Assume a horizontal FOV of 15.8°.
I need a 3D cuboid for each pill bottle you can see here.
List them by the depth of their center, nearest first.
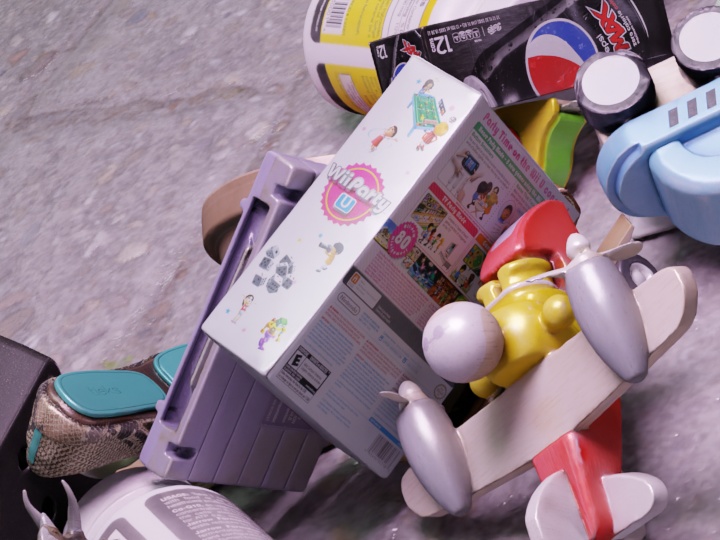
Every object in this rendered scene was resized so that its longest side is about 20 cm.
[{"bbox_3d":[-0.092,0.190,1.471,0.114,0.114,0.200,-37,31,-12],"label":"pill bottle"},{"bbox_3d":[0.062,-0.161,1.860,0.200,0.114,0.114,12,50,49],"label":"pill bottle"}]

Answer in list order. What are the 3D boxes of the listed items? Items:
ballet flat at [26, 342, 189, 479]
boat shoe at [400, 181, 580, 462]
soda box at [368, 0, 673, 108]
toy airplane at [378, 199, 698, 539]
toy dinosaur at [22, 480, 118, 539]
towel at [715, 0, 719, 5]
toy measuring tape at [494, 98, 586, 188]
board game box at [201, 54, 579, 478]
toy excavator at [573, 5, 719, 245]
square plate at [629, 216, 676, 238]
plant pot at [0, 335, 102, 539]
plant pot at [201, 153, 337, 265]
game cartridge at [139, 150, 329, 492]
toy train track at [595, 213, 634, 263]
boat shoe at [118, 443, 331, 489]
[{"bbox_3d":[-0.124,0.087,1.560,0.200,0.075,0.068,-11,47,-47],"label":"ballet flat"},{"bbox_3d":[0.077,0.038,1.586,0.074,0.076,0.200,26,78,42],"label":"boat shoe"},{"bbox_3d":[0.110,-0.146,1.722,0.200,0.063,0.071,-17,4,-31],"label":"soda box"},{"bbox_3d":[0.095,0.066,1.426,0.200,0.141,0.199,-67,27,5],"label":"toy airplane"},{"bbox_3d":[-0.159,0.211,1.423,0.077,0.200,0.102,4,52,-17],"label":"toy dinosaur"},{"bbox_3d":[0.289,-0.142,1.667,0.200,0.023,0.153,4,45,44],"label":"towel"},{"bbox_3d":[0.134,-0.078,1.709,0.200,0.074,0.074,-8,36,44],"label":"toy measuring tape"},{"bbox_3d":[0.021,0.000,1.500,0.064,0.148,0.200,33,82,39],"label":"board game box"},{"bbox_3d":[0.248,-0.059,1.540,0.194,0.100,0.200,-25,57,3],"label":"toy excavator"},{"bbox_3d":[0.268,-0.114,1.694,0.198,0.028,0.200,-18,33,22],"label":"square plate"},{"bbox_3d":[-0.264,0.144,1.566,0.177,0.200,0.200,0,40,22],"label":"plant pot"},{"bbox_3d":[0.000,0.000,1.651,0.201,0.201,0.093,-13,71,27],"label":"plant pot"},{"bbox_3d":[-0.044,0.033,1.528,0.038,0.130,0.200,31,102,36],"label":"game cartridge"},{"bbox_3d":[0.136,0.008,1.620,0.115,0.033,0.200,-57,20,12],"label":"toy train track"},{"bbox_3d":[-0.102,0.100,1.663,0.200,0.065,0.072,-20,32,18],"label":"boat shoe"}]
